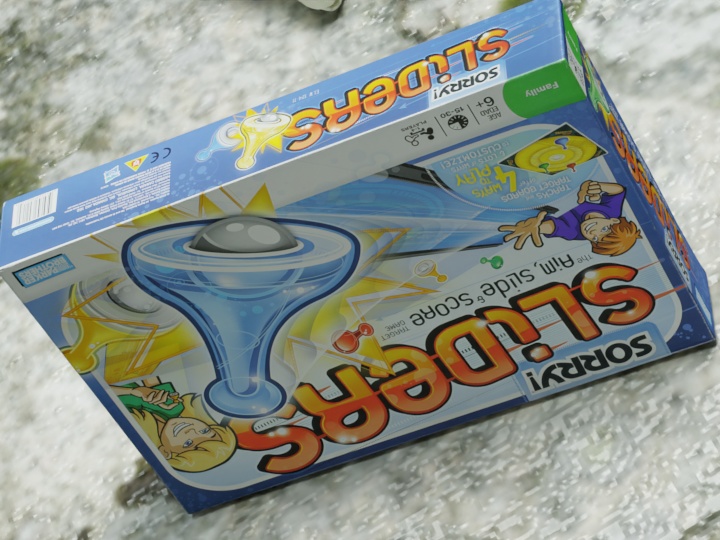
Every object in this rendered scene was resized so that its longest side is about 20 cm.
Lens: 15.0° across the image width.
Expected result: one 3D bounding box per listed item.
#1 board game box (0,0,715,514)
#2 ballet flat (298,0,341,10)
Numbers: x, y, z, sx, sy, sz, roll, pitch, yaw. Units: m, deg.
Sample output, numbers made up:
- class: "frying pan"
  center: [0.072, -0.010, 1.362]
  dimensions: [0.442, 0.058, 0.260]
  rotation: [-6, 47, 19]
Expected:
- class: "board game box"
  center: [0.000, 0.000, 0.898]
  dimensions: [0.199, 0.136, 0.035]
  rotation: [-20, 41, 17]
- class: "ballet flat"
  center: [0.005, -0.146, 1.103]
  dimensions: [0.199, 0.068, 0.073]
  rotation: [-12, 64, 18]
